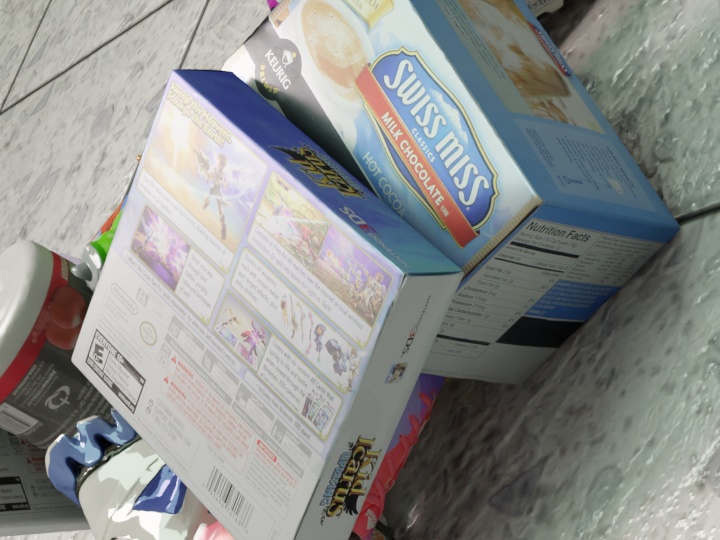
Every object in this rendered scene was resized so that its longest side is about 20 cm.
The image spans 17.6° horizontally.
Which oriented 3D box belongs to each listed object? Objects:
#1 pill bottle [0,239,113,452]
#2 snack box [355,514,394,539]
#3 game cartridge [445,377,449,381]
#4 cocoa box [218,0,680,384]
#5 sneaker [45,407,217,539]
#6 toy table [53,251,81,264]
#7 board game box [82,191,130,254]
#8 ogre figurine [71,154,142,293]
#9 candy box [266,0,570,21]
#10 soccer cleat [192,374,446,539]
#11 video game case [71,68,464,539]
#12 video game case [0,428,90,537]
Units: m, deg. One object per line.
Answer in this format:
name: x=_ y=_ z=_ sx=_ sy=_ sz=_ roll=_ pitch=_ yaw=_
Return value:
pill bottle: x=-0.153 y=0.074 z=1.456 sx=0.111 sy=0.200 sz=0.111 roll=-44 pitch=27 yaw=30
snack box: x=-0.029 y=0.181 z=1.278 sx=0.116 sy=0.037 sz=0.200 roll=-53 pitch=23 yaw=12
game cartridge: x=0.040 y=-0.048 z=1.328 sx=0.176 sy=0.032 sz=0.200 roll=-45 pitch=49 yaw=24
cocoa box: x=0.042 y=-0.060 z=1.209 sx=0.131 sy=0.133 sz=0.200 roll=-46 pitch=59 yaw=26
sneaker: x=-0.071 y=0.112 z=1.287 sx=0.199 sy=0.081 sz=0.115 roll=-30 pitch=62 yaw=12
toy table: x=-0.251 y=0.073 z=1.714 sx=0.117 sy=0.184 sz=0.200 roll=-53 pitch=5 yaw=-30
board game box: x=-0.095 y=-0.032 z=1.594 sx=0.200 sy=0.103 sz=0.105 roll=-48 pitch=25 yaw=24
ogre figurine: x=-0.096 y=-0.011 z=1.426 sx=0.098 sy=0.120 sz=0.200 roll=100 pitch=-165 yaw=-55
candy box: x=0.046 y=-0.177 z=1.456 sx=0.200 sy=0.061 sz=0.136 roll=-31 pitch=28 yaw=6
soccer cleat: x=-0.002 y=0.103 z=1.230 sx=0.076 sy=0.067 sz=0.200 roll=32 pitch=71 yaw=34
video game case: x=-0.053 y=0.024 z=1.172 sx=0.200 sy=0.045 sz=0.182 roll=42 pitch=122 yaw=37
video game case: x=-0.226 y=0.084 z=1.514 sx=0.023 sy=0.200 sz=0.183 roll=-28 pitch=74 yaw=26
